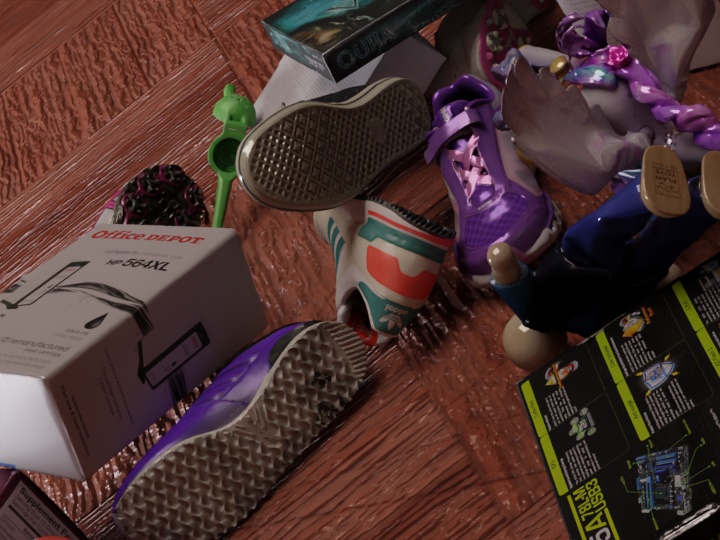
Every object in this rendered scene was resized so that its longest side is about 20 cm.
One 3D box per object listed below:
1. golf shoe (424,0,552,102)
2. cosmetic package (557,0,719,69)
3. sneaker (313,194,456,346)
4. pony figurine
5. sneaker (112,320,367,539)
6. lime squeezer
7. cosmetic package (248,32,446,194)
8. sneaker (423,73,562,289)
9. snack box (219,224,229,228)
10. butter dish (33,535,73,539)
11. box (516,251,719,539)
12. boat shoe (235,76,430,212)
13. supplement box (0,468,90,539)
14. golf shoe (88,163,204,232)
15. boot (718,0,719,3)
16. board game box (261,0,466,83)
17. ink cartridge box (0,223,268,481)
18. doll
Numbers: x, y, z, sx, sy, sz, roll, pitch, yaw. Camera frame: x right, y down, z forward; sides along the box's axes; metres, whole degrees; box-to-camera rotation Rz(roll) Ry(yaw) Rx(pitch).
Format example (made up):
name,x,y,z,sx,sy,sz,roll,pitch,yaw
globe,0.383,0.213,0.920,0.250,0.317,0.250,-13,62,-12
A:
name,x,y,z,sx,sy,sz,roll,pitch,yaw
golf shoe,0.097,-0.205,1.553,0.091,0.075,0.201,-24,30,37
cosmetic package,0.208,-0.275,1.373,0.122,0.200,0.200,-11,38,44
sneaker,0.000,0.000,1.357,0.094,0.070,0.200,-69,18,-2
pony figurine,0.157,-0.099,1.171,0.167,0.193,0.200,-56,20,-13
sneaker,-0.086,0.106,1.318,0.200,0.070,0.099,-40,19,-10
lime squeezer,-0.113,-0.100,1.625,0.071,0.037,0.201,-46,32,43
cosmetic package,-0.016,-0.144,1.576,0.151,0.051,0.200,-59,24,12
sneaker,0.081,-0.068,1.340,0.080,0.089,0.201,-29,29,17
snack box,-0.192,0.014,1.509,0.199,0.024,0.072,-21,-8,-34
butter dish,-0.193,0.230,1.162,0.200,0.148,0.199,-49,27,-20
box,0.187,0.072,1.033,0.193,0.048,0.200,-36,26,11
boat shoe,-0.026,-0.083,1.330,0.062,0.075,0.200,-13,10,36
supplement box,-0.286,0.240,1.316,0.130,0.103,0.201,-9,39,46
golf shoe,-0.201,-0.015,1.639,0.092,0.073,0.200,-33,16,44
boot,0.284,-0.187,1.138,0.155,0.200,0.073,-35,25,6
board game box,0.034,-0.217,1.496,0.199,0.028,0.135,-33,26,-11
ink cartridge box,-0.183,0.049,1.348,0.145,0.085,0.200,3,31,39
doll,0.135,-0.001,1.128,0.200,0.135,0.049,129,138,-52
